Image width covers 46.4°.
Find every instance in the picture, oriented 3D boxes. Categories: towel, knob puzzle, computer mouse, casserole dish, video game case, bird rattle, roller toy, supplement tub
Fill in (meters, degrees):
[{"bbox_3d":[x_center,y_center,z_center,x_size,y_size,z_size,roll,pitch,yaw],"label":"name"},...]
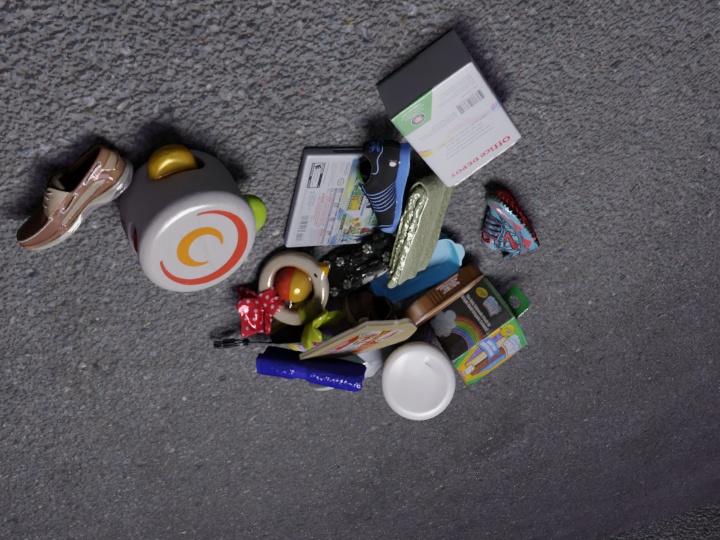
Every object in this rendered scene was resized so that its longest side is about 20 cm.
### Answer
[{"bbox_3d":[-0.089,0.184,1.529,0.196,0.051,0.148,10,-177,3],"label":"towel"},{"bbox_3d":[0.105,-0.074,1.419,0.148,0.036,0.203,-35,144,-54],"label":"towel"},{"bbox_3d":[0.014,0.114,1.501,0.215,0.031,0.220,-15,164,-4],"label":"knob puzzle"},{"bbox_3d":[-0.177,0.122,1.569,0.196,0.035,0.059,-5,174,-10],"label":"computer mouse"},{"bbox_3d":[0.099,-0.009,1.576,0.197,0.039,0.122,-26,142,5],"label":"casserole dish"},{"bbox_3d":[-0.025,-0.120,1.397,0.179,0.022,0.202,-4,138,-22],"label":"video game case"},{"bbox_3d":[-0.123,0.044,1.471,0.112,0.197,0.166,-24,128,-65],"label":"bird rattle"},{"bbox_3d":[-0.258,-0.077,1.236,0.183,0.140,0.199,-47,142,15],"label":"roller toy"},{"bbox_3d":[0.115,0.213,1.663,0.142,0.147,0.200,-24,175,3],"label":"supplement tub"}]

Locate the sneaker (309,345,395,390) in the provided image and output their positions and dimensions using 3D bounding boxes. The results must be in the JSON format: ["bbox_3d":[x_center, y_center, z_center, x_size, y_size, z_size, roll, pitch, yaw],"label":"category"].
[{"bbox_3d":[-0.012,0.204,1.747,0.197,0.071,0.081,-25,145,3],"label":"sneaker"}]

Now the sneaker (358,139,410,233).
[{"bbox_3d":[0.033,-0.136,1.346,0.076,0.071,0.202,7,143,-1],"label":"sneaker"}]

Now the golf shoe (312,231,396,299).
[{"bbox_3d":[0.000,0.000,1.498,0.198,0.079,0.088,-24,165,27],"label":"golf shoe"}]

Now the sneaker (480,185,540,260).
[{"bbox_3d":[0.262,-0.075,1.545,0.095,0.080,0.200,-30,141,14],"label":"sneaker"}]

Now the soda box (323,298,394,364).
[{"bbox_3d":[-0.011,0.106,1.631,0.063,0.069,0.200,-31,141,14],"label":"soda box"}]

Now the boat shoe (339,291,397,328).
[{"bbox_3d":[0.033,0.086,1.564,0.067,0.073,0.200,-20,155,20],"label":"boat shoe"}]

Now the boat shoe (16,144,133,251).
[{"bbox_3d":[-0.415,-0.107,1.186,0.199,0.076,0.072,-39,137,5],"label":"boat shoe"}]

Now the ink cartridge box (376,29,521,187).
[{"bbox_3d":[0.138,-0.240,1.283,0.144,0.088,0.200,-34,139,15],"label":"ink cartridge box"}]

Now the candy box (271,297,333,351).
[{"bbox_3d":[-0.092,0.125,1.650,0.101,0.027,0.200,-29,141,14],"label":"candy box"}]

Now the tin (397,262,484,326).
[{"bbox_3d":[0.153,0.051,1.610,0.198,0.042,0.112,-33,166,-26],"label":"tin"}]

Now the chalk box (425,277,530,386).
[{"bbox_3d":[0.255,0.113,1.714,0.198,0.126,0.124,-34,141,2],"label":"chalk box"}]
